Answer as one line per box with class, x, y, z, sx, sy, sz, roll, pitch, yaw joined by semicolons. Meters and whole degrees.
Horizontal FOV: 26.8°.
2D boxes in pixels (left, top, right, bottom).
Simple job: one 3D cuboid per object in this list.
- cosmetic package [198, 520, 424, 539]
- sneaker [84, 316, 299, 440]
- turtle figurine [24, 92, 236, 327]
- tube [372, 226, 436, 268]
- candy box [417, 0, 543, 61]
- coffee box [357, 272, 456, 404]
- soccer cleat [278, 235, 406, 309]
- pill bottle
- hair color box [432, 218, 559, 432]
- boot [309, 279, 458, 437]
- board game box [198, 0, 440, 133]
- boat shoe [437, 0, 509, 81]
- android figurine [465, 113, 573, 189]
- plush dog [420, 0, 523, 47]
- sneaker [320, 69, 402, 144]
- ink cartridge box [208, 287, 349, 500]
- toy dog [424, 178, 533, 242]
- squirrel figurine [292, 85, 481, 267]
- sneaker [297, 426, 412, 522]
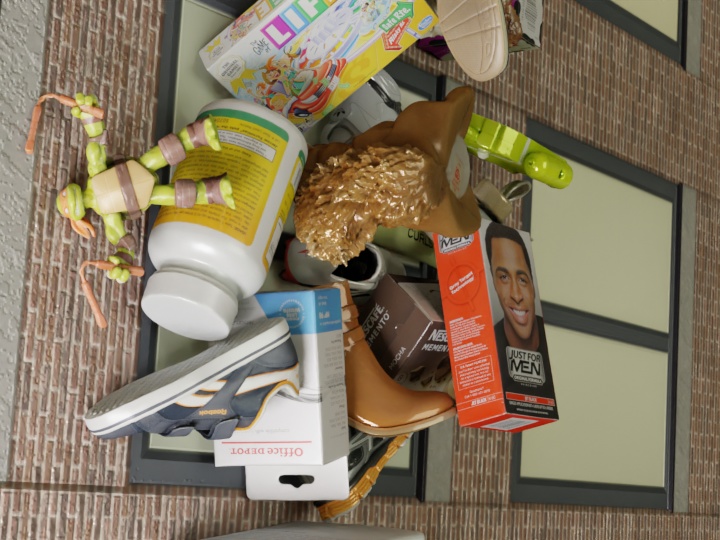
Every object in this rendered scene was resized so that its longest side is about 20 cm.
cosmetic package;-0.057;0.330;1.398;0.199;0.163;0.168;2;87;-52
sneaker;-0.139;0.116;1.320;0.198;0.078;0.080;-24;103;-20
turtle figurine;-0.190;-0.063;1.286;0.064;0.159;0.203;140;-65;-85
tube;0.040;-0.049;1.641;0.199;0.051;0.059;20;89;-58
candy box;0.143;-0.351;1.733;0.061;0.135;0.203;18;74;-53
coffee box;0.080;0.076;1.606;0.199;0.080;0.114;8;122;-53
soccer cleat;0.000;0.000;1.560;0.199;0.084;0.070;16;75;-52
pill bottle;-0.127;-0.044;1.369;0.113;0.112;0.202;43;55;-43
hair color box;0.136;0.056;1.524;0.101;0.061;0.203;12;64;-50
boot;-0.005;0.087;1.482;0.197;0.074;0.157;-4;86;-9
board game box;-0.038;-0.226;1.450;0.134;0.199;0.034;42;14;-43
boat shoe;0.107;-0.283;1.463;0.064;0.071;0.202;-14;82;-53
android figurine;0.150;-0.139;1.697;0.199;0.181;0.042;19;94;-53
plush dog;0.076;-0.302;1.608;0.161;0.171;0.201;49;62;-33
sneaker;0.026;-0.118;1.616;0.200;0.074;0.116;50;51;-33
ink cartridge box;-0.076;0.120;1.415;0.067;0.114;0.203;-4;91;-69
toy dog;0.145;-0.028;1.694;0.097;0.132;0.199;51;21;15
squirrel figurine;0.002;-0.088;1.448;0.200;0.184;0.144;-37;124;-59
sneaker;-0.003;0.170;1.561;0.077;0.078;0.200;50;38;-9
